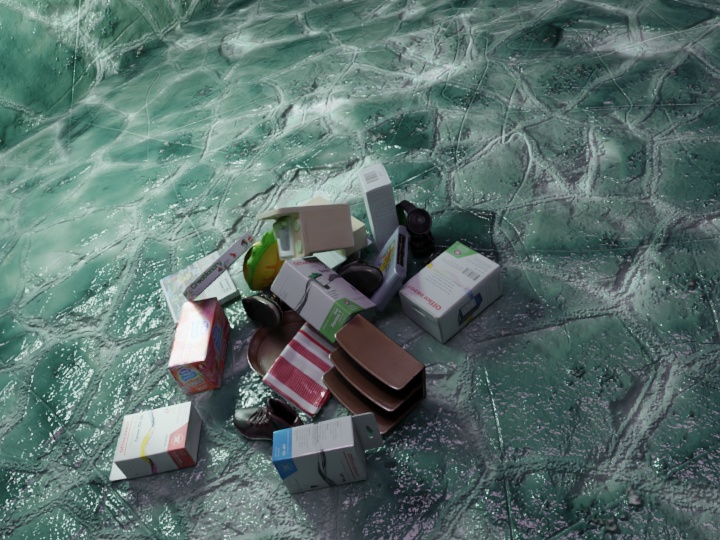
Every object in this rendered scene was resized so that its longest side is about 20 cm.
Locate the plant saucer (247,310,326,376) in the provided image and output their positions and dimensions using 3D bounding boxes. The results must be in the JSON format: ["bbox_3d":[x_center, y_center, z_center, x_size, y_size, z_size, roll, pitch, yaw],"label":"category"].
[{"bbox_3d":[-0.165,0.177,1.500,0.194,0.035,0.203,-9,42,8],"label":"plant saucer"}]

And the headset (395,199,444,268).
[{"bbox_3d":[0.138,-0.086,1.609,0.093,0.125,0.200,-31,50,-13],"label":"headset"}]

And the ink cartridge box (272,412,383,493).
[{"bbox_3d":[-0.057,0.344,1.220,0.194,0.118,0.068,-13,40,6],"label":"ink cartridge box"}]

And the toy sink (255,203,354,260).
[{"bbox_3d":[-0.132,-0.088,1.533,0.196,0.116,0.129,-7,0,-36],"label":"toy sink"}]

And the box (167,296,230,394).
[{"bbox_3d":[-0.375,0.173,1.527,0.092,0.104,0.203,-11,41,7],"label":"box"}]

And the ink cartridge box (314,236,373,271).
[{"bbox_3d":[-0.090,-0.059,1.719,0.197,0.041,0.199,-31,44,-16],"label":"ink cartridge box"}]

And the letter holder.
[{"bbox_3d":[0.017,0.212,1.322,0.141,0.102,0.198,-36,51,-25],"label":"letter holder"}]

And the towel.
[{"bbox_3d":[-0.103,0.203,1.411,0.142,0.023,0.201,32,56,10],"label":"towel"}]

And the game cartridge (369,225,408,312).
[{"bbox_3d":[0.066,-0.002,1.541,0.040,0.135,0.202,23,35,-11],"label":"game cartridge"}]

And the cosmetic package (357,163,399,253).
[{"bbox_3d":[0.052,-0.153,1.647,0.072,0.203,0.103,-17,41,0],"label":"cosmetic package"}]

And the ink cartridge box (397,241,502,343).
[{"bbox_3d":[0.203,0.046,1.468,0.198,0.089,0.144,-35,43,-21],"label":"ink cartridge box"}]

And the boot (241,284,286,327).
[{"bbox_3d":[-0.190,0.067,1.555,0.148,0.075,0.199,-27,11,-25],"label":"boot"}]

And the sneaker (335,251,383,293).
[{"bbox_3d":[0.000,0.000,1.552,0.115,0.076,0.198,-52,18,-30],"label":"sneaker"}]

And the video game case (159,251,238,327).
[{"bbox_3d":[-0.436,0.047,1.745,0.179,0.023,0.201,-28,43,-11],"label":"video game case"}]

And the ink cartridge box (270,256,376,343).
[{"bbox_3d":[-0.083,0.060,1.458,0.198,0.086,0.145,38,19,17],"label":"ink cartridge box"}]

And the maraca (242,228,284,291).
[{"bbox_3d":[-0.242,-0.023,1.626,0.105,0.201,0.139,26,64,10],"label":"maraca"}]

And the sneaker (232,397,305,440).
[{"bbox_3d":[-0.189,0.292,1.322,0.195,0.117,0.076,8,46,26],"label":"sneaker"}]

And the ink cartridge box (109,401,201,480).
[{"bbox_3d":[-0.444,0.362,1.375,0.194,0.069,0.118,-14,41,5],"label":"ink cartridge box"}]

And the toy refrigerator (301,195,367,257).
[{"bbox_3d":[-0.073,-0.114,1.692,0.075,0.071,0.198,-33,46,-26],"label":"toy refrigerator"}]

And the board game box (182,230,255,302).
[{"bbox_3d":[-0.346,-0.008,1.586,0.200,0.035,0.126,-46,8,-23],"label":"board game box"}]
